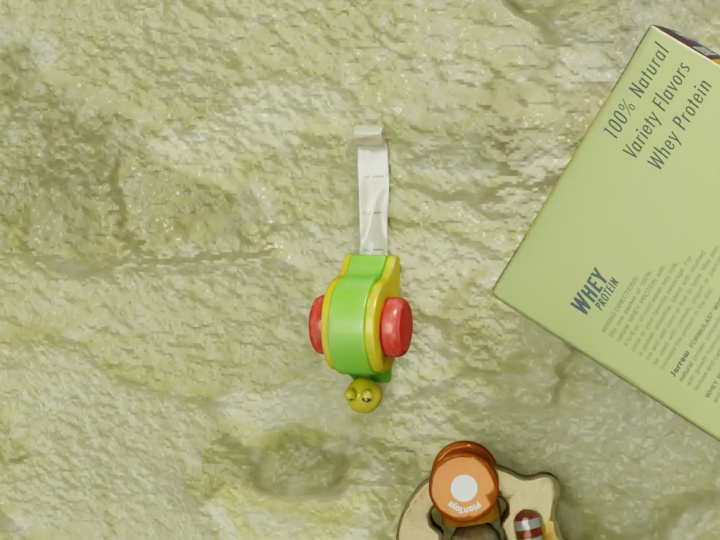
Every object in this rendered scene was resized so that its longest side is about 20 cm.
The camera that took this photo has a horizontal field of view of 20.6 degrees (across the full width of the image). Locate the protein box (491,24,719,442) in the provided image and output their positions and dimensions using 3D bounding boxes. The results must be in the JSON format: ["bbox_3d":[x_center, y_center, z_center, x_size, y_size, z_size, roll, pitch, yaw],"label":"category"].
[{"bbox_3d":[0.228,-0.020,1.254,0.200,0.135,0.199,33,103,12],"label":"protein box"}]

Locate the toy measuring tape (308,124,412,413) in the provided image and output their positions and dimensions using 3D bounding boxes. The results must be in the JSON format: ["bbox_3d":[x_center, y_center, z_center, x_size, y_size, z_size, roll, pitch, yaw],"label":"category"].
[{"bbox_3d":[0.000,0.000,1.359,0.074,0.074,0.200,1,94,17],"label":"toy measuring tape"}]

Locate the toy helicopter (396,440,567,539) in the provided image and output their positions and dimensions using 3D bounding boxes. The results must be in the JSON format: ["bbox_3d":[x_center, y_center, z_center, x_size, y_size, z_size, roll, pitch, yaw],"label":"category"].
[{"bbox_3d":[0.120,0.204,1.337,0.200,0.079,0.132,18,92,2],"label":"toy helicopter"}]
